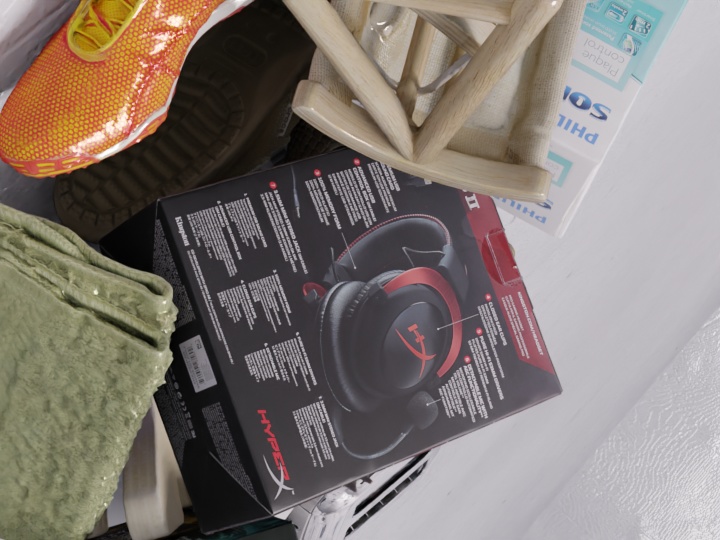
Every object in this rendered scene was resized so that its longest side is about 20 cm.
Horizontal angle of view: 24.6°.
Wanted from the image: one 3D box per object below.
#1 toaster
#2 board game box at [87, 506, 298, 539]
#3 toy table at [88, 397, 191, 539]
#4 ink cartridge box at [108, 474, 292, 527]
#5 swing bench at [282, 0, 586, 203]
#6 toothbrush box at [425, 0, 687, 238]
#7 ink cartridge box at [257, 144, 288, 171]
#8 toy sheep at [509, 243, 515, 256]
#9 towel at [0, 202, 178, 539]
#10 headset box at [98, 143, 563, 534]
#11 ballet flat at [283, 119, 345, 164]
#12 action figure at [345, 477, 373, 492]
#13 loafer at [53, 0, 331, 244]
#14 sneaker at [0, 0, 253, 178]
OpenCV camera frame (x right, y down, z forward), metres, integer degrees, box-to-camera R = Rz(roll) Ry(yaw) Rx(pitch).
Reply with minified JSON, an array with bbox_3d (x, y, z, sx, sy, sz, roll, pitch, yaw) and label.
[{"bbox_3d":[-0.021,0.125,1.281,0.200,0.129,0.114,-36,159,-35],"label":"toaster"},{"bbox_3d":[-0.118,0.156,0.878,0.135,0.028,0.200,-15,180,-16],"label":"board game box"},{"bbox_3d":[-0.113,0.078,0.899,0.183,0.118,0.200,-14,178,15],"label":"toy table"},{"bbox_3d":[-0.118,0.142,1.111,0.068,0.115,0.200,-52,163,7],"label":"ink cartridge box"},{"bbox_3d":[0.045,-0.165,0.727,0.200,0.129,0.200,79,25,-70],"label":"swing bench"},{"bbox_3d":[0.092,-0.141,0.882,0.200,0.146,0.085,-58,173,-26],"label":"toothbrush box"},{"bbox_3d":[0.000,0.000,1.023,0.076,0.148,0.200,-33,165,12],"label":"ink cartridge box"},{"bbox_3d":[0.038,0.029,1.216,0.200,0.138,0.138,-29,154,-33],"label":"toy sheep"},{"bbox_3d":[-0.166,0.050,0.771,0.037,0.148,0.200,-56,174,-50],"label":"towel"},{"bbox_3d":[-0.003,0.020,0.794,0.199,0.149,0.075,-19,177,-35],"label":"headset box"},{"bbox_3d":[-0.013,-0.010,0.872,0.046,0.067,0.201,-20,-128,50],"label":"ballet flat"},{"bbox_3d":[-0.055,0.091,1.129,0.200,0.130,0.070,37,75,-55],"label":"action figure"},{"bbox_3d":[-0.069,-0.079,0.837,0.200,0.076,0.068,-43,155,-15],"label":"loafer"},{"bbox_3d":[-0.094,-0.125,0.726,0.200,0.073,0.077,-51,148,-15],"label":"sneaker"}]
